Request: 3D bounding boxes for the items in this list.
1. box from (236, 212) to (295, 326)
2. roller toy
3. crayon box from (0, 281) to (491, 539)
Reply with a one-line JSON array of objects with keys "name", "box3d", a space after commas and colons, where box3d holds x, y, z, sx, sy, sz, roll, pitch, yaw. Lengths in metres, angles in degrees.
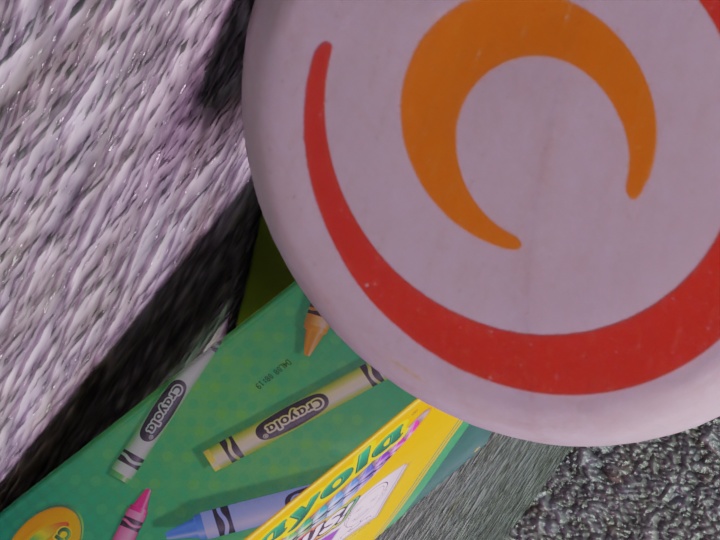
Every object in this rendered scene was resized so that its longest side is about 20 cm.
[{"name": "box", "box3d": [0.000, 0.000, 1.078, 0.122, 0.048, 0.200, -51, 169, -29]}, {"name": "roller toy", "box3d": [0.069, -0.057, 0.809, 0.182, 0.200, 0.140, -21, -171, 28]}, {"name": "crayon box", "box3d": [-0.040, 0.073, 0.936, 0.200, 0.058, 0.119, -38, 163, -20]}]
